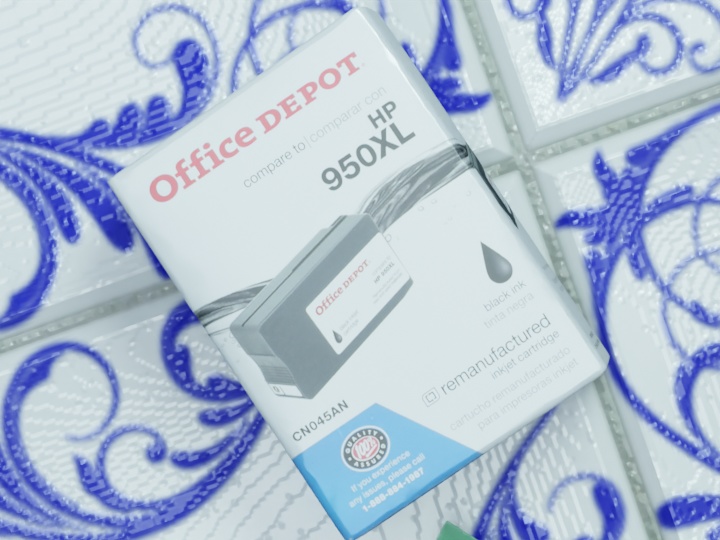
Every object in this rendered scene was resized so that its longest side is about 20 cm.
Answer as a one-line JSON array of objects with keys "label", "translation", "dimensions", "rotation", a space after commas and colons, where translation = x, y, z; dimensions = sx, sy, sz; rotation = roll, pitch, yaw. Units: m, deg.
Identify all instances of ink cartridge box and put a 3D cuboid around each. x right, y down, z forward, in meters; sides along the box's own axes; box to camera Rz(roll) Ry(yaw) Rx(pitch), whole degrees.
[{"label": "ink cartridge box", "translation": [0.000, 0.000, 1.366], "dimensions": [0.144, 0.084, 0.200], "rotation": [-34, 88, 5]}]

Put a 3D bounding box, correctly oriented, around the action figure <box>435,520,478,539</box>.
[{"label": "action figure", "translation": [0.034, 0.232, 1.391], "dimensions": [0.118, 0.055, 0.200], "rotation": [33, 99, 0]}]
